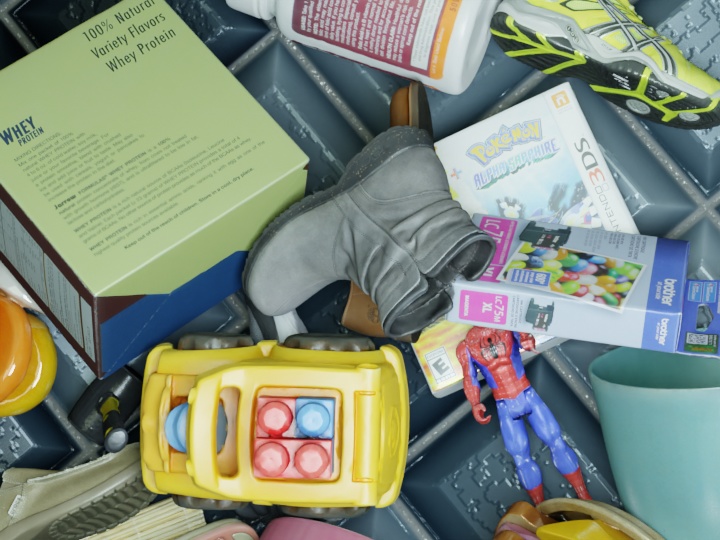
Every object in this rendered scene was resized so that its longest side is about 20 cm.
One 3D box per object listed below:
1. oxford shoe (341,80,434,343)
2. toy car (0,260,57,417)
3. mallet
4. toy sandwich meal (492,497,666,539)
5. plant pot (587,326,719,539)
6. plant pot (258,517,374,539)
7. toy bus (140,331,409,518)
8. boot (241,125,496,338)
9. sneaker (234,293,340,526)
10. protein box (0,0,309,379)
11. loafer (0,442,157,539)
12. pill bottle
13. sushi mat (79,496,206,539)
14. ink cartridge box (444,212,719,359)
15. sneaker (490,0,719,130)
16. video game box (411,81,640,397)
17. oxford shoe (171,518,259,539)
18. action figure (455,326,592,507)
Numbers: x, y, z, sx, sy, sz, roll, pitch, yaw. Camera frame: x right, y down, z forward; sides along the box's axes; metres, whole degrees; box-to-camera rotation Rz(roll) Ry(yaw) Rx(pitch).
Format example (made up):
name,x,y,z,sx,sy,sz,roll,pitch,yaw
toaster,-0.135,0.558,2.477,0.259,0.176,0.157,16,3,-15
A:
name,x,y,z,sx,sy,sz,roll,pitch,yaw
oxford shoe,0.018,-0.048,1.656,0.071,0.071,0.200,6,84,15
toy car,-0.337,0.041,1.698,0.200,0.150,0.175,29,88,11
mallet,-0.195,0.119,1.649,0.041,0.200,0.066,39,96,-10
toy sandwich meal,0.175,0.246,1.582,0.205,0.205,0.070,44,61,11
plant pot,0.274,0.137,1.581,0.201,0.201,0.161,-7,100,7
plant pot,-0.039,0.289,1.612,0.200,0.200,0.179,17,70,10
toy bus,-0.071,0.116,1.559,0.200,0.192,0.136,2,92,5
boot,0.000,0.000,1.582,0.200,0.070,0.132,-45,52,28
sneaker,-0.084,0.109,1.689,0.114,0.075,0.200,-17,83,3
protein box,-0.179,-0.068,1.650,0.199,0.135,0.200,-34,69,-22
loafer,-0.246,0.180,1.702,0.200,0.076,0.067,-26,66,2
pill bottle,0.003,-0.221,1.701,0.200,0.114,0.114,20,86,10
sushi mat,-0.206,0.251,1.722,0.200,0.012,0.096,-22,81,5
ink cartridge box,0.171,0.010,1.602,0.200,0.119,0.042,10,119,7
sneaker,0.204,-0.176,1.688,0.200,0.075,0.076,27,71,3
video game box,0.111,-0.024,1.695,0.200,0.047,0.182,-25,78,4
oxford shoe,-0.173,0.235,1.672,0.200,0.071,0.074,-27,39,1
action figure,0.122,0.110,1.623,0.065,0.099,0.200,-24,95,5
